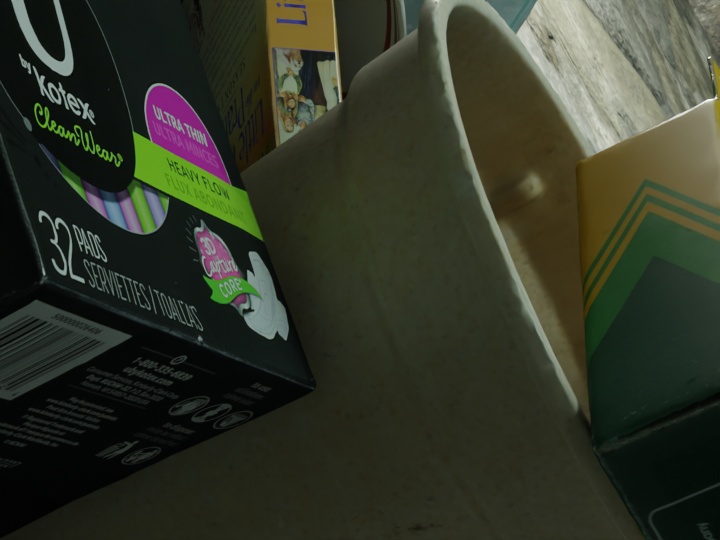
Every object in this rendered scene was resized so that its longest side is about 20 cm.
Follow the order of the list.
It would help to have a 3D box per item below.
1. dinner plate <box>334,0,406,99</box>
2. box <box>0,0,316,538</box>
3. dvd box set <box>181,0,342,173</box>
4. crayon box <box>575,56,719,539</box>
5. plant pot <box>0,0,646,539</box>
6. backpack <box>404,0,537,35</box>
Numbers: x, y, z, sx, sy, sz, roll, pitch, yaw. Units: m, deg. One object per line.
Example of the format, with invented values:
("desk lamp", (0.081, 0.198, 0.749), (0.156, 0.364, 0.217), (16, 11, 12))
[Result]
("dinner plate", (-0.033, -0.141, 0.977), (0.200, 0.024, 0.200), (44, -33, 38))
("box", (-0.120, -0.046, 0.599), (0.149, 0.124, 0.200), (29, 38, -64))
("dvd box set", (-0.044, -0.102, 0.872), (0.146, 0.029, 0.200), (126, -38, -62))
("crayon box", (0.112, 0.037, 0.673), (0.126, 0.052, 0.200), (58, 18, -22))
("plant pot", (-0.009, 0.043, 0.708), (0.200, 0.183, 0.200), (56, 18, -28))
("backpack", (0.014, -0.158, 1.077), (0.167, 0.200, 0.127), (35, 23, 25))
